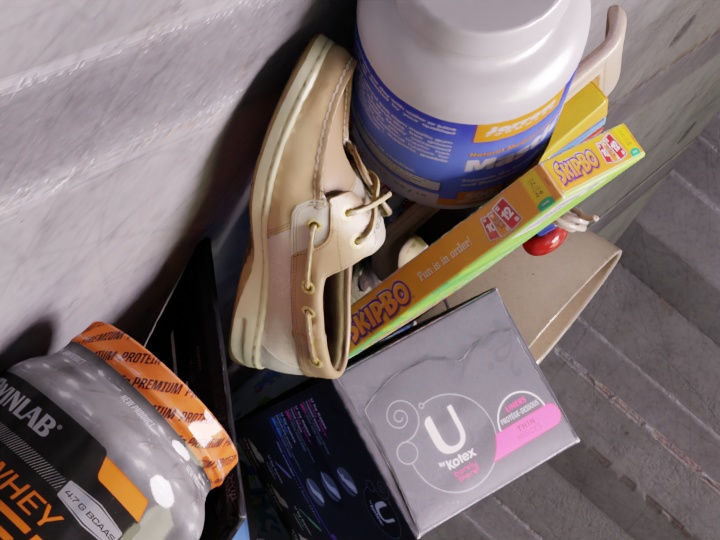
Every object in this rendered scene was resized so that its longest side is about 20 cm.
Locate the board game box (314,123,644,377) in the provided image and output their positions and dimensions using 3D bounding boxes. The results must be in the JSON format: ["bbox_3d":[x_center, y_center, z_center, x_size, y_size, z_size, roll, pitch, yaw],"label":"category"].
[{"bbox_3d":[0.056,-0.008,1.011,0.200,0.030,0.095,-41,172,37],"label":"board game box"}]

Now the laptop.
[{"bbox_3d":[-0.066,0.117,1.027,0.103,0.178,0.200,8,137,-23],"label":"laptop"}]

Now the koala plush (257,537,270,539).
[{"bbox_3d":[-0.105,0.285,1.228,0.184,0.177,0.201,37,53,-58],"label":"koala plush"}]

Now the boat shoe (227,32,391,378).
[{"bbox_3d":[-0.018,-0.027,0.950,0.074,0.066,0.201,-63,169,-47],"label":"boat shoe"}]

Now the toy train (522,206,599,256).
[{"bbox_3d":[0.078,-0.026,1.295,0.116,0.085,0.200,-36,-162,-5],"label":"toy train"}]

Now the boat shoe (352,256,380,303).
[{"bbox_3d":[-0.001,-0.001,1.228,0.066,0.072,0.201,-45,166,4],"label":"boat shoe"}]

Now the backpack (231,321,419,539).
[{"bbox_3d":[-0.018,0.126,1.350,0.183,0.147,0.200,-40,-166,-37],"label":"backpack"}]

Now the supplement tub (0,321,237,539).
[{"bbox_3d":[-0.156,0.126,0.858,0.200,0.122,0.123,-47,170,-18],"label":"supplement tub"}]

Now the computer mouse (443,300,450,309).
[{"bbox_3d":[0.060,0.006,1.231,0.034,0.201,0.059,8,141,-34],"label":"computer mouse"}]

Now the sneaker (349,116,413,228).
[{"bbox_3d":[0.017,-0.071,1.048,0.202,0.067,0.108,-51,173,21],"label":"sneaker"}]

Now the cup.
[{"bbox_3d":[0.085,0.017,1.465,0.200,0.143,0.200,-48,169,-12],"label":"cup"}]

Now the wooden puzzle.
[{"bbox_3d":[0.090,-0.063,1.116,0.200,0.037,0.185,-45,174,4],"label":"wooden puzzle"}]

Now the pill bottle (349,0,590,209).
[{"bbox_3d":[0.052,-0.112,0.922,0.112,0.112,0.200,-47,171,-13],"label":"pill bottle"}]

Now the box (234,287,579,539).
[{"bbox_3d":[0.021,0.098,1.137,0.122,0.106,0.200,-28,178,-23],"label":"box"}]
